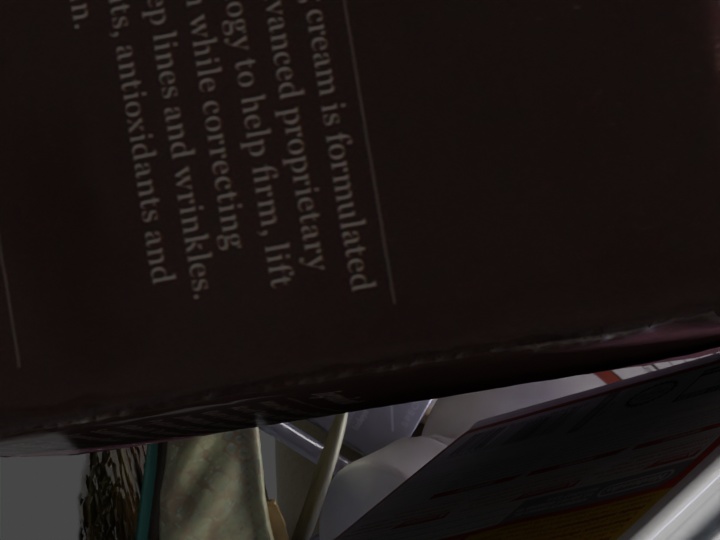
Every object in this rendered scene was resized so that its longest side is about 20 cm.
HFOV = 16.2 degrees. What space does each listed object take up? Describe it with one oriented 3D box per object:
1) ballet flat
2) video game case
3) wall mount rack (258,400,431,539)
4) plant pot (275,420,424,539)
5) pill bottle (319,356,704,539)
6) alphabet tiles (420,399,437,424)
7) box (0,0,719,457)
[{"bbox_3d":[-0.032,0.012,0.740,0.067,0.062,0.200,-97,-169,-80],"label":"ballet flat"},{"bbox_3d":[0.017,0.075,0.571,0.200,0.143,0.017,-35,100,-41],"label":"video game case"},{"bbox_3d":[0.000,0.000,0.835,0.174,0.200,0.075,33,-8,-25],"label":"wall mount rack"},{"bbox_3d":[0.040,0.081,1.021,0.187,0.187,0.200,68,1,-59],"label":"plant pot"},{"bbox_3d":[0.091,0.065,0.794,0.112,0.200,0.112,33,-46,44],"label":"pill bottle"},{"bbox_3d":[0.020,-0.008,0.985,0.200,0.167,0.008,-94,-156,-53],"label":"alphabet tiles"},{"bbox_3d":[-0.013,-0.049,0.609,0.164,0.200,0.166,30,51,-81],"label":"box"}]
